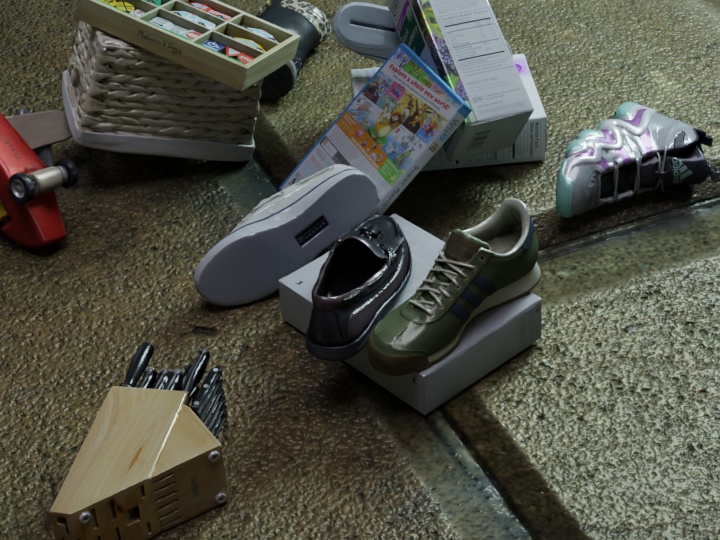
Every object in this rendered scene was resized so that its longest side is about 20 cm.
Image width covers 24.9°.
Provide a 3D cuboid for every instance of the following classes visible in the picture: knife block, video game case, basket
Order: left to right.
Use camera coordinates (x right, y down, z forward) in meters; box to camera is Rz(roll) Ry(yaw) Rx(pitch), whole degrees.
[{"bbox_3d":[-0.194,0.141,1.365,0.199,0.064,0.175,-24,40,-24],"label":"knife block"},{"bbox_3d":[-0.209,-0.207,1.751,0.199,0.124,0.136,5,32,-22],"label":"basket"},{"bbox_3d":[0.011,-0.120,1.637,0.200,0.018,0.143,-49,40,10],"label":"video game case"}]

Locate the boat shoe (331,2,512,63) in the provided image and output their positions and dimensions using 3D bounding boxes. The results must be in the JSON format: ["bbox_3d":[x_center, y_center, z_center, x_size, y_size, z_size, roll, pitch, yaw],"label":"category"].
[{"bbox_3d":[0.068,-0.250,1.776,0.199,0.074,0.067,18,-4,1],"label":"boat shoe"}]

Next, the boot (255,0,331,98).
[{"bbox_3d":[-0.146,-0.272,1.926,0.202,0.074,0.154,14,36,16],"label":"boot"}]

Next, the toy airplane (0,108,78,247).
[{"bbox_3d":[-0.392,-0.117,1.675,0.199,0.141,0.200,20,43,-23],"label":"toy airplane"}]

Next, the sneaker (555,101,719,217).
[{"bbox_3d":[0.292,-0.103,1.643,0.139,0.078,0.200,18,42,29],"label":"sneaker"}]

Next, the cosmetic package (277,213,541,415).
[{"bbox_3d":[0.044,0.035,1.498,0.150,0.052,0.200,-28,43,-32],"label":"cosmetic package"}]

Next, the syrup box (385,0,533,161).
[{"bbox_3d":[0.099,-0.223,1.676,0.081,0.079,0.201,-15,71,-19],"label":"syrup box"}]

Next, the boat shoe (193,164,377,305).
[{"bbox_3d":[-0.079,-0.040,1.579,0.200,0.071,0.070,-36,30,-8],"label":"boat shoe"}]

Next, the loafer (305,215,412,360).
[{"bbox_3d":[0.000,0.000,1.452,0.071,0.063,0.200,4,35,17],"label":"loafer"}]

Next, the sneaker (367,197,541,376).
[{"bbox_3d":[0.081,0.005,1.418,0.200,0.090,0.067,-32,46,-31],"label":"sneaker"}]

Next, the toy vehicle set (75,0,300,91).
[{"bbox_3d":[-0.178,-0.252,1.690,0.199,0.027,0.124,24,31,13],"label":"toy vehicle set"}]

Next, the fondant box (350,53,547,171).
[{"bbox_3d":[0.093,-0.170,1.772,0.199,0.059,0.145,-5,36,-3],"label":"fondant box"}]
